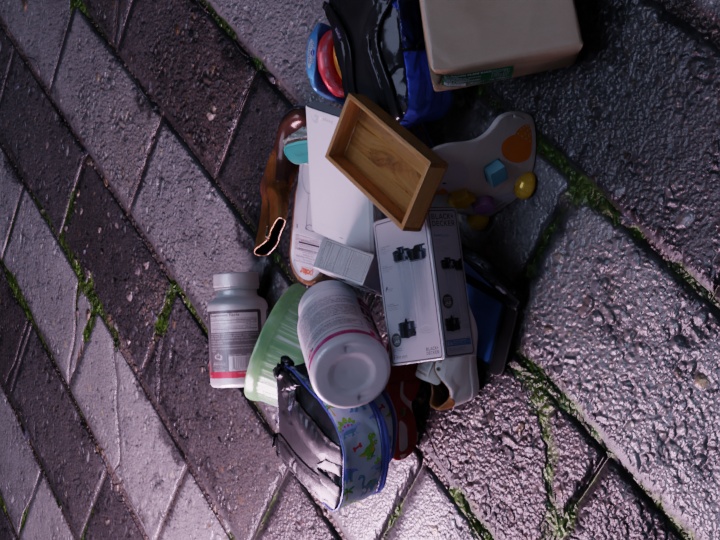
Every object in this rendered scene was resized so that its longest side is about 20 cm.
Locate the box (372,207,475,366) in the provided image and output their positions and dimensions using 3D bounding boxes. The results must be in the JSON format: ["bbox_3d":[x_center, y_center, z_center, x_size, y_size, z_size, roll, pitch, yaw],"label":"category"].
[{"bbox_3d":[0.085,0.022,1.556,0.116,0.060,0.202,-15,81,51],"label":"box"}]

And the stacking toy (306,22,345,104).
[{"bbox_3d":[0.022,-0.332,1.784,0.198,0.109,0.117,-3,78,36],"label":"stacking toy"}]

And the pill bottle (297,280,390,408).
[{"bbox_3d":[-0.030,0.098,1.641,0.200,0.112,0.114,-114,39,-63],"label":"pill bottle"}]

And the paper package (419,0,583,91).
[{"bbox_3d":[0.176,-0.347,1.499,0.103,0.198,0.193,56,-155,-80],"label":"paper package"}]

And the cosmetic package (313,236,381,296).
[{"bbox_3d":[0.000,0.000,1.706,0.082,0.200,0.051,22,89,17],"label":"cosmetic package"}]

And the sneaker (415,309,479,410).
[{"bbox_3d":[0.116,0.109,1.616,0.073,0.084,0.202,24,131,53],"label":"sneaker"}]

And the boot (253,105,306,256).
[{"bbox_3d":[-0.130,-0.151,1.907,0.189,0.068,0.201,-51,23,39],"label":"boot"}]

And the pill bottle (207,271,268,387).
[{"bbox_3d":[-0.217,0.105,2.053,0.110,0.110,0.202,-6,85,50],"label":"pill bottle"}]

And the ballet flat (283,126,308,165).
[{"bbox_3d":[-0.037,-0.198,1.731,0.199,0.071,0.073,6,95,45],"label":"ballet flat"}]

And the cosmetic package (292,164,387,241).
[{"bbox_3d":[-0.023,-0.116,1.793,0.199,0.051,0.152,17,106,49],"label":"cosmetic package"}]

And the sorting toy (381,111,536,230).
[{"bbox_3d":[0.124,-0.127,1.581,0.200,0.179,0.108,-37,63,45],"label":"sorting toy"}]

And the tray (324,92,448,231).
[{"bbox_3d":[0.032,-0.146,1.527,0.200,0.037,0.099,47,124,42],"label":"tray"}]

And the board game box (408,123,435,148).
[{"bbox_3d":[0.036,-0.154,1.794,0.200,0.045,0.153,-49,55,40],"label":"board game box"}]

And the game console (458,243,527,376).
[{"bbox_3d":[0.127,0.033,1.636,0.199,0.176,0.117,31,85,45],"label":"game console"}]

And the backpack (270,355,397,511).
[{"bbox_3d":[-0.028,0.237,1.698,0.200,0.146,0.185,43,138,49],"label":"backpack"}]

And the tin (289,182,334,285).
[{"bbox_3d":[-0.072,-0.074,1.935,0.112,0.042,0.202,16,102,54],"label":"tin"}]

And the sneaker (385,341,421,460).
[{"bbox_3d":[0.031,0.183,1.780,0.115,0.078,0.202,12,98,48],"label":"sneaker"}]

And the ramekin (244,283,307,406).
[{"bbox_3d":[-0.097,0.131,1.844,0.097,0.200,0.202,23,112,11],"label":"ramekin"}]

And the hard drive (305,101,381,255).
[{"bbox_3d":[-0.023,-0.134,1.681,0.131,0.026,0.202,23,127,37],"label":"hard drive"}]

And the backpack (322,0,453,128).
[{"bbox_3d":[0.062,-0.304,1.643,0.162,0.167,0.202,3,102,56],"label":"backpack"}]
